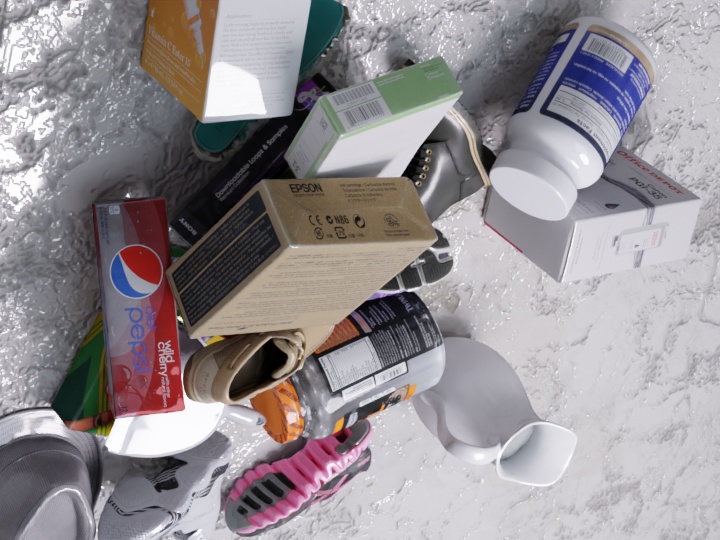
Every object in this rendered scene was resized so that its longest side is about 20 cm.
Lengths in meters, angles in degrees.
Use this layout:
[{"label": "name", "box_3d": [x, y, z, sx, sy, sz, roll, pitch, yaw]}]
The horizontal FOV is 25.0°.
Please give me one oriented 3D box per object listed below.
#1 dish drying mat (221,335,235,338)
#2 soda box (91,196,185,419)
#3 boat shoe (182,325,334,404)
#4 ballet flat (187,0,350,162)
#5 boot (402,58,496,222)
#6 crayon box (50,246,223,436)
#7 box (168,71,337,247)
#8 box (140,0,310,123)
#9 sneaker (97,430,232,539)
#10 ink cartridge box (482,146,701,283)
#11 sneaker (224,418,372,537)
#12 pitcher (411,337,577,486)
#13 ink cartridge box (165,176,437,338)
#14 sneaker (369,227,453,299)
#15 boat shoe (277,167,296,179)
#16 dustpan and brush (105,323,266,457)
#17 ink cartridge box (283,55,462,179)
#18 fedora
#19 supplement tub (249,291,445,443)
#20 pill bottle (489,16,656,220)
[{"label": "dish drying mat", "box_3d": [-0.072, -0.007, 1.651, 0.076, 0.018, 0.201, 30, 78, -20]}, {"label": "soda box", "box_3d": [-0.208, 0.033, 1.520, 0.069, 0.063, 0.202, -5, 95, -13]}, {"label": "boat shoe", "box_3d": [-0.083, 0.082, 1.585, 0.199, 0.064, 0.072, -32, 123, -42]}, {"label": "ballet flat", "box_3d": [-0.087, -0.182, 1.550, 0.200, 0.072, 0.072, -45, 136, 0]}, {"label": "boot", "box_3d": [0.060, -0.115, 1.699, 0.138, 0.078, 0.200, -41, 135, -1]}, {"label": "crayon box", "box_3d": [-0.210, 0.074, 1.628, 0.126, 0.051, 0.201, 17, 107, -43]}, {"label": "box", "box_3d": [-0.099, -0.097, 1.549, 0.200, 0.036, 0.143, -44, 179, -3]}, {"label": "box", "box_3d": [-0.114, -0.249, 1.427, 0.097, 0.124, 0.202, -8, 123, -34]}, {"label": "sneaker", "box_3d": [-0.205, 0.261, 1.709, 0.200, 0.075, 0.116, -42, 148, -48]}, {"label": "ink cartridge box", "box_3d": [0.262, -0.067, 1.836, 0.199, 0.146, 0.083, -10, 125, -34]}, {"label": "sneaker", "box_3d": [-0.064, 0.248, 1.856, 0.199, 0.079, 0.096, -33, 146, -14]}, {"label": "pitcher", "box_3d": [0.124, 0.159, 1.844, 0.171, 0.200, 0.122, 8, 114, -41]}, {"label": "ink cartridge box", "box_3d": [-0.054, -0.013, 1.497, 0.199, 0.076, 0.165, -4, 153, -47]}, {"label": "sneaker", "box_3d": [0.000, 0.000, 1.721, 0.198, 0.081, 0.083, -14, 170, -10]}, {"label": "boat shoe", "box_3d": [-0.038, -0.088, 1.609, 0.201, 0.074, 0.063, -42, 110, -1]}, {"label": "dustpan and brush", "box_3d": [-0.163, 0.135, 1.638, 0.199, 0.057, 0.141, 23, 90, -36]}, {"label": "ink cartridge box", "box_3d": [-0.005, -0.110, 1.515, 0.145, 0.048, 0.200, -23, 165, -32]}, {"label": "fedora", "box_3d": [-0.325, 0.247, 1.626, 0.176, 0.090, 0.201, 9, 113, -42]}, {"label": "supplement tub", "box_3d": [-0.018, 0.104, 1.749, 0.199, 0.122, 0.123, -23, 131, -24]}, {"label": "pill bottle", "box_3d": [0.224, -0.160, 1.725, 0.201, 0.115, 0.116, -58, 139, -18]}]
